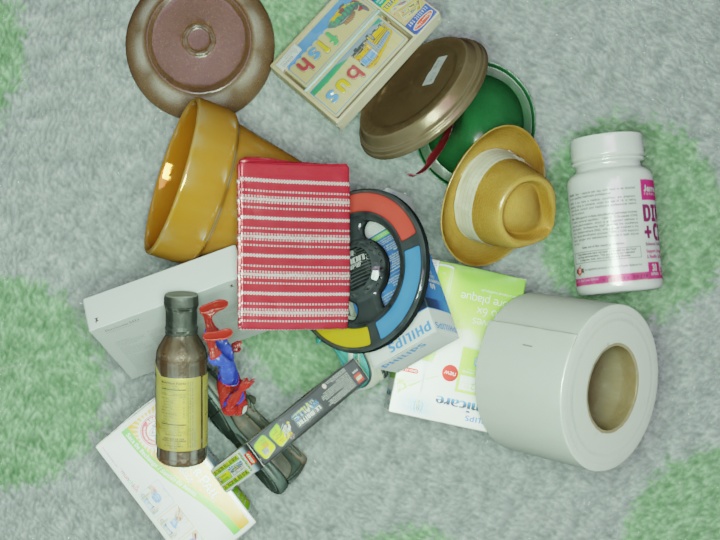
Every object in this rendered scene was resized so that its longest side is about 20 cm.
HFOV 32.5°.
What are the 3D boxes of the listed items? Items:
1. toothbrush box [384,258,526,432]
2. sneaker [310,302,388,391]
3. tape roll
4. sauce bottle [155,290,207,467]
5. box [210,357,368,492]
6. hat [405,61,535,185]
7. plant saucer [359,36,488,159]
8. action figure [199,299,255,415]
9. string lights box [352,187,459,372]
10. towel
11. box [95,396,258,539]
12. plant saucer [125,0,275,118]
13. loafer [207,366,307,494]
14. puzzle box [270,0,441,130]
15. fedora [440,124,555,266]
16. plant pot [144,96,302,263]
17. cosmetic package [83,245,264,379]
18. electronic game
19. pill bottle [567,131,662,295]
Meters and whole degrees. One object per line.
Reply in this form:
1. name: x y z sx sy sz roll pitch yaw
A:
1. toothbrush box: 0.121 0.096 1.593 0.143 0.086 0.203 12 88 -2
2. sneaker: -0.030 0.060 1.594 0.079 0.077 0.202 -21 87 8
3. tape roll: 0.257 0.135 1.526 0.201 0.138 0.206 -7 101 -43
4. sauce bottle: -0.210 0.126 1.450 0.064 0.065 0.203 2 99 -4
5. box: -0.085 0.189 1.515 0.035 0.110 0.199 52 49 2
6. hat: 0.153 -0.185 1.562 0.163 0.176 0.203 15 86 -2
7. plant saucer: 0.073 -0.224 1.556 0.200 0.200 0.029 -47 120 -4
8. action figure: -0.155 0.117 1.467 0.051 0.201 0.066 -13 54 -10
9. string lights box: 0.039 0.013 1.538 0.102 0.059 0.202 -30 64 27
10. towel: -0.080 -0.031 1.462 0.143 0.022 0.203 0 90 -22
11. box: -0.228 0.262 1.548 0.101 0.112 0.201 -38 89 -5
12. plant saucer: -0.211 -0.299 1.617 0.197 0.037 0.204 0 88 -4
13. loafer: -0.147 0.193 1.587 0.063 0.072 0.201 -40 97 -25
14. puzzle box: -0.006 -0.296 1.611 0.133 0.025 0.200 40 85 20
15. fedora: 0.189 -0.083 1.556 0.081 0.200 0.202 29 84 41
16. plant pot: -0.153 -0.090 1.543 0.181 0.200 0.203 18 86 -18
17. cosmetic package: -0.222 0.054 1.530 0.197 0.151 0.052 -19 63 1
18. electronic game: 0.000 0.000 1.505 0.198 0.041 0.203 -7 78 36
19. pill bottle: 0.327 -0.072 1.600 0.112 0.113 0.203 -5 87 -4
